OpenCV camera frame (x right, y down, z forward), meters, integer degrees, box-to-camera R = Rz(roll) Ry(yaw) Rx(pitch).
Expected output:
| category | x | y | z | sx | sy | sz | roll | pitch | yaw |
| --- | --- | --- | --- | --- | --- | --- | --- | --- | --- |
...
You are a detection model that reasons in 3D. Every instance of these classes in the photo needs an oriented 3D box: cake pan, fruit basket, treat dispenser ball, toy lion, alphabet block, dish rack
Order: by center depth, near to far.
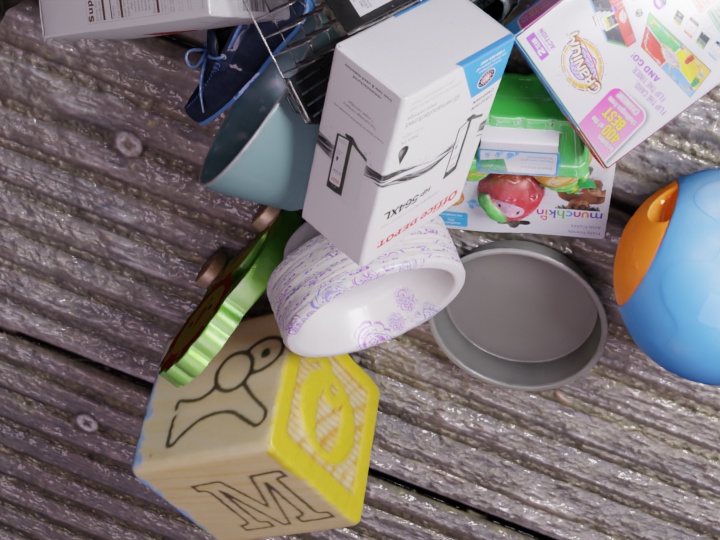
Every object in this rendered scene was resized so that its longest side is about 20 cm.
| category | x | y | z | sx | sy | sz | roll | pitch | yaw |
| --- | --- | --- | --- | --- | --- | --- | --- | --- | --- |
| dish rack | -0.036 | -0.231 | 1.033 | 0.054 | 0.153 | 0.201 | -11 | 111 | 44 |
| treat dispenser ball | 0.337 | 0.006 | 1.121 | 0.199 | 0.201 | 0.202 | 10 | 130 | 11 |
| fruit basket | 0.155 | -0.096 | 1.173 | 0.183 | 0.094 | 0.201 | 5 | 137 | 7 |
| toy lion | -0.145 | 0.033 | 1.316 | 0.069 | 0.192 | 0.200 | 37 | 129 | -13 |
| cake pan | 0.173 | 0.047 | 1.319 | 0.198 | 0.037 | 0.201 | 10 | 130 | 12 |
| alphabet block | -0.117 | 0.185 | 1.408 | 0.199 | 0.197 | 0.196 | -14 | 138 | 29 |

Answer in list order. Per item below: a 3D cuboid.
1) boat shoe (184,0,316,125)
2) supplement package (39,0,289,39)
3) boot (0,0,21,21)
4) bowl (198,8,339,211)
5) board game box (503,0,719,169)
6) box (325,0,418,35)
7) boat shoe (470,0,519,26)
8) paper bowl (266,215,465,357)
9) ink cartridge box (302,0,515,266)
| category | x | y | z | sx | sy | sz | roll | pitch | yaw |
| --- | --- | --- | --- | --- | --- | --- | --- | --- | --- |
| boat shoe | -0.119 | -0.225 | 1.173 | 0.068 | 0.084 | 0.200 | 35 | 124 | -17 |
| supplement package | -0.180 | -0.276 | 1.080 | 0.199 | 0.121 | 0.121 | 1 | 99 | 32 |
| boot | -0.405 | -0.320 | 1.160 | 0.067 | 0.131 | 0.200 | -29 | 114 | 35 |
| bowl | -0.058 | -0.137 | 1.150 | 0.105 | 0.202 | 0.201 | 33 | 131 | -17 |
| board game box | 0.246 | -0.208 | 1.030 | 0.199 | 0.040 | 0.153 | -37 | 112 | 9 |
| box | -0.009 | -0.321 | 0.959 | 0.086 | 0.164 | 0.201 | -20 | 118 | 32 |
| boat shoe | 0.069 | -0.207 | 1.129 | 0.199 | 0.068 | 0.074 | -28 | 115 | 35 |
| paper bowl | 0.000 | 0.000 | 1.240 | 0.199 | 0.105 | 0.201 | -19 | 156 | -9 |
| ink cartridge box | 0.038 | -0.122 | 1.044 | 0.084 | 0.146 | 0.201 | 40 | 143 | 22 |
